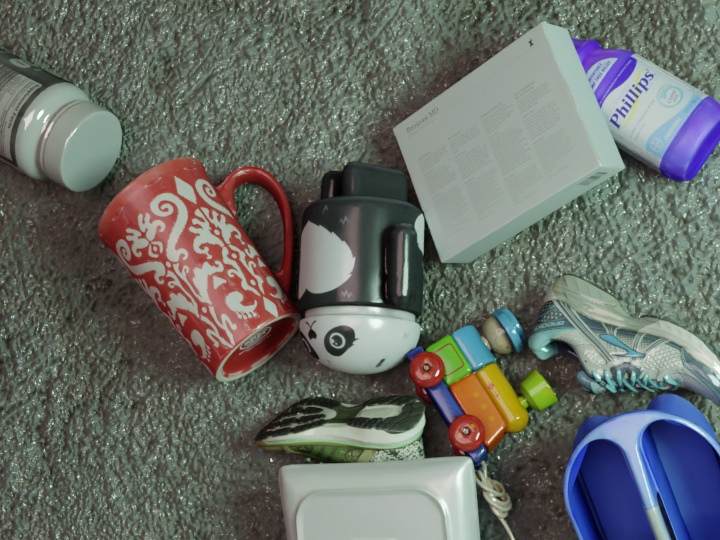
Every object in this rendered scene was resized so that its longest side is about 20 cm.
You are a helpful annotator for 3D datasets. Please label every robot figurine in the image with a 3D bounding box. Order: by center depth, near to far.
[{"bbox_3d":[-0.001,0.000,1.291,0.124,0.150,0.202,0,79,8],"label":"robot figurine"}]

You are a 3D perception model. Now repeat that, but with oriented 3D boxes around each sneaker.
[{"bbox_3d":[0.242,0.085,1.204,0.199,0.078,0.087,26,72,33],"label":"sneaker"},{"bbox_3d":[-0.018,0.178,1.297,0.199,0.077,0.089,-4,111,35],"label":"sneaker"}]

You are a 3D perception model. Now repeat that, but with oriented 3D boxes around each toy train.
[{"bbox_3d":[0.137,0.139,1.245,0.115,0.085,0.201,-32,71,-2],"label":"toy train"}]

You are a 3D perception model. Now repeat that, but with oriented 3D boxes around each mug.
[{"bbox_3d":[-0.144,-0.011,1.349,0.177,0.133,0.200,-42,72,11],"label":"mug"}]

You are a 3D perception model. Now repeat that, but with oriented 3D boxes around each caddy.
[{"bbox_3d":[0.254,0.205,1.134,0.140,0.105,0.201,-20,101,14],"label":"caddy"}]

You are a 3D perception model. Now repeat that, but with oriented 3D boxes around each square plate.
[{"bbox_3d":[0.018,0.277,1.225,0.196,0.028,0.202,-6,89,21],"label":"square plate"}]

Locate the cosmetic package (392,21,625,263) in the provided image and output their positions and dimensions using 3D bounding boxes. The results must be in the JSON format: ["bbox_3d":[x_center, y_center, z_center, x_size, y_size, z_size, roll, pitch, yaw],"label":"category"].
[{"bbox_3d":[0.136,-0.117,1.268,0.199,0.051,0.152,-32,71,36],"label":"cosmetic package"}]

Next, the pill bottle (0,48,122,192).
[{"bbox_3d":[-0.369,-0.169,1.471,0.199,0.114,0.114,27,90,23],"label":"pill bottle"}]

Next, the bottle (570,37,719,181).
[{"bbox_3d":[0.246,-0.165,1.262,0.200,0.065,0.084,37,92,23],"label":"bottle"}]
